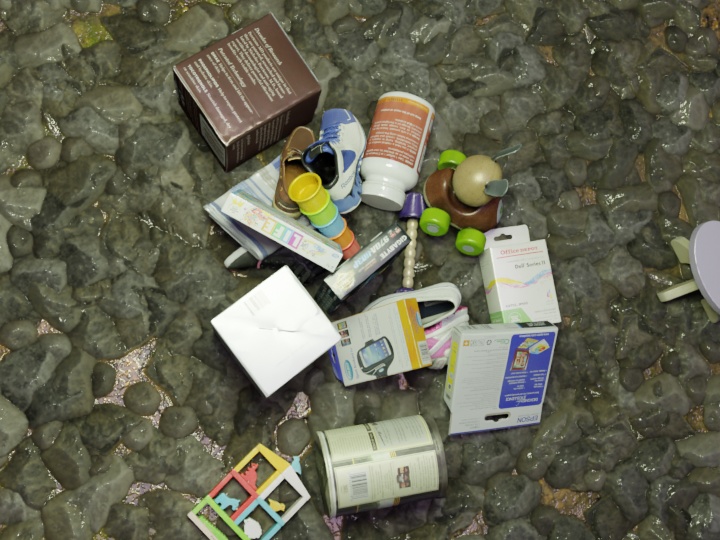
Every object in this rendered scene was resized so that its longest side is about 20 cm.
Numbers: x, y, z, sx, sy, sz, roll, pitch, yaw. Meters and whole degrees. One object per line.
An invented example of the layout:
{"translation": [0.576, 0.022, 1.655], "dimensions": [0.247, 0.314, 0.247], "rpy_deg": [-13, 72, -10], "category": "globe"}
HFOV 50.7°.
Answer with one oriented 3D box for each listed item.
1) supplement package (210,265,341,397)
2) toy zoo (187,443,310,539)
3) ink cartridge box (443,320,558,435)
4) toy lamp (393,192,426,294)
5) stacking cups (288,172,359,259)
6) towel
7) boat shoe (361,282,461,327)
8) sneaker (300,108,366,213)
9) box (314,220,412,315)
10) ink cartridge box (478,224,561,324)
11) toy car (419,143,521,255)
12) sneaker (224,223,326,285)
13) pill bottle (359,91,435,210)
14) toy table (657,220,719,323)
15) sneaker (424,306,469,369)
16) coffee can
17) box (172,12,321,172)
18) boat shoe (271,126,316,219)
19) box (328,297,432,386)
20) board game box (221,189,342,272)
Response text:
{"translation": [-0.146, 0.107, 1.273], "dimensions": [0.152, 0.200, 0.151], "rpy_deg": [-37, 89, -13], "category": "supplement package"}
{"translation": [-0.180, 0.395, 1.315], "dimensions": [0.200, 0.020, 0.131], "rpy_deg": [-44, 91, -14], "category": "toy zoo"}
{"translation": [0.250, 0.193, 1.381], "dimensions": [0.197, 0.047, 0.200], "rpy_deg": [-2, 113, -21], "category": "ink cartridge box"}
{"translation": [0.093, -0.044, 1.415], "dimensions": [0.058, 0.058, 0.200], "rpy_deg": [8, 82, -9], "category": "toy lamp"}
{"translation": [-0.059, -0.088, 1.326], "dimensions": [0.060, 0.200, 0.061], "rpy_deg": [-11, 56, 17], "category": "stacking cups"}
{"translation": [-0.158, -0.117, 1.351], "dimensions": [0.147, 0.024, 0.200], "rpy_deg": [42, 58, 13], "category": "towel"}
{"translation": [0.081, 0.076, 1.348], "dimensions": [0.200, 0.065, 0.074], "rpy_deg": [-24, 104, 18], "category": "boat shoe"}
{"translation": [-0.047, -0.212, 1.336], "dimensions": [0.080, 0.115, 0.200], "rpy_deg": [-13, 64, 22], "category": "sneaker"}
{"translation": [0.000, 0.000, 1.316], "dimensions": [0.159, 0.200, 0.046], "rpy_deg": [-39, 87, -14], "category": "box"}
{"translation": [0.296, 0.010, 1.436], "dimensions": [0.117, 0.067, 0.200], "rpy_deg": [-9, 83, -11], "category": "ink cartridge box"}
{"translation": [0.220, -0.148, 1.355], "dimensions": [0.158, 0.200, 0.164], "rpy_deg": [27, 63, -17], "category": "toy car"}
{"translation": [-0.137, -0.014, 1.359], "dimensions": [0.200, 0.071, 0.099], "rpy_deg": [-19, 80, -17], "category": "sneaker"}
{"translation": [0.062, -0.218, 1.406], "dimensions": [0.112, 0.112, 0.200], "rpy_deg": [17, 79, -7], "category": "pill bottle"}
{"translation": [0.685, 0.008, 1.482], "dimensions": [0.184, 0.117, 0.200], "rpy_deg": [-13, 85, -12], "category": "toy table"}
{"translation": [0.124, 0.145, 1.377], "dimensions": [0.200, 0.081, 0.088], "rpy_deg": [-28, 93, -7], "category": "sneaker"}
{"translation": [0.032, 0.331, 1.299], "dimensions": [0.200, 0.146, 0.147], "rpy_deg": [-7, 83, -11], "category": "coffee can"}
{"translation": [-0.200, -0.309, 1.344], "dimensions": [0.200, 0.166, 0.164], "rpy_deg": [-34, 88, -14], "category": "box"}
{"translation": [-0.109, -0.185, 1.354], "dimensions": [0.072, 0.068, 0.200], "rpy_deg": [14, 56, -9], "category": "boat shoe"}
{"translation": [0.025, 0.129, 1.330], "dimensions": [0.041, 0.200, 0.119], "rpy_deg": [-3, 77, -48], "category": "box"}
{"translation": [-0.125, -0.068, 1.246], "dimensions": [0.200, 0.134, 0.034], "rpy_deg": [29, 95, -7], "category": "board game box"}
